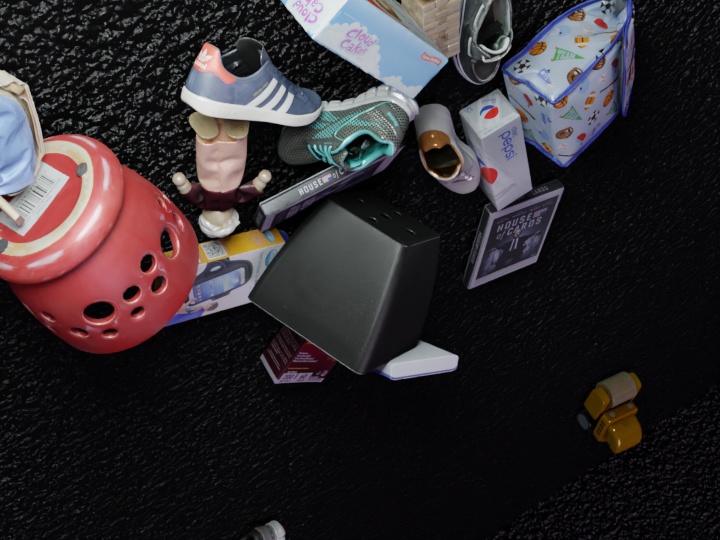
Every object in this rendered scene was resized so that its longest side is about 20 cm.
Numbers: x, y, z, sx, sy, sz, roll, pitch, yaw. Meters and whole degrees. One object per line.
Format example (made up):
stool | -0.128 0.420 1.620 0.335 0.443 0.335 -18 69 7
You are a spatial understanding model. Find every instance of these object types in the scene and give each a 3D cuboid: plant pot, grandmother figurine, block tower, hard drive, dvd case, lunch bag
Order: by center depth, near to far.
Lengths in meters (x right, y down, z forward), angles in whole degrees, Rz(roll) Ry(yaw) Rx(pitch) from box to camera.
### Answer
plant pot | -0.302 -0.033 1.165 0.200 0.201 0.183 -34 147 0
block tower | 0.082 -0.333 1.246 0.054 0.058 0.200 -26 147 -13
grandmother figurine | -0.172 -0.112 1.320 0.120 0.061 0.200 5 142 -8
dvd case | -0.045 -0.113 1.398 0.199 0.025 0.150 -29 179 -10
plant pot | 0.000 0.000 1.480 0.178 0.199 0.200 -63 161 19
lunch bag | 0.313 -0.273 1.492 0.200 0.124 0.170 -44 151 -10
hard drive | 0.029 0.114 1.583 0.131 0.200 0.026 -4 106 -40
dvd case | 0.258 -0.060 1.814 0.150 0.025 0.200 -21 148 -22

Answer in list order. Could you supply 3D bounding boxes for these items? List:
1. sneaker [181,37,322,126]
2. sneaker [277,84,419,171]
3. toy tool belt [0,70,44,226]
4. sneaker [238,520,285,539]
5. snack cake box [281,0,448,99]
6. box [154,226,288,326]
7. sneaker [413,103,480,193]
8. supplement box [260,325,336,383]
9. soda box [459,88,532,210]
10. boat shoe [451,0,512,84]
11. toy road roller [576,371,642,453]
sneaker | -0.110 -0.218 1.214 0.199 0.075 0.085 -7 123 -51
sneaker | -0.026 -0.159 1.294 0.199 0.092 0.078 -16 135 34
toy tool belt | -0.371 -0.139 1.021 0.124 0.123 0.200 -25 148 -14
sneaker | -0.240 0.612 2.259 0.087 0.074 0.200 4 128 -46
snack cake box | -0.001 -0.278 1.184 0.067 0.115 0.200 -45 147 18
box | -0.188 0.005 1.483 0.199 0.042 0.119 -14 144 -26
sneaker | 0.121 -0.146 1.503 0.072 0.085 0.200 -13 150 19
supplement box | -0.062 0.094 1.706 0.108 0.061 0.200 3 132 -45
soda box | 0.203 -0.175 1.574 0.068 0.064 0.200 -31 149 -3
boat shoe | 0.156 -0.297 1.350 0.072 0.071 0.200 -30 150 -7
toy road roller | 0.649 0.365 2.680 0.122 0.146 0.201 -20 147 -22
